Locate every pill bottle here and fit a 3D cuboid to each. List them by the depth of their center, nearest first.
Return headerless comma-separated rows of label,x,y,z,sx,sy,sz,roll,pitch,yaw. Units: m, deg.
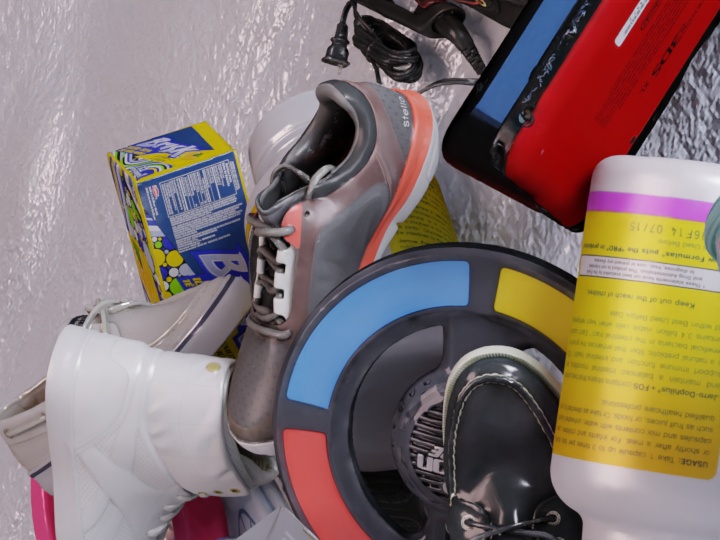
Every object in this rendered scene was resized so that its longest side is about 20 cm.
pill bottle,0.142,0.053,1.222,0.104,0.104,0.200,6,87,60
pill bottle,0.000,0.000,1.474,0.112,0.112,0.200,-54,39,38

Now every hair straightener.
hair straightener,0.014,-0.141,1.563,0.077,0.041,0.200,-60,40,13

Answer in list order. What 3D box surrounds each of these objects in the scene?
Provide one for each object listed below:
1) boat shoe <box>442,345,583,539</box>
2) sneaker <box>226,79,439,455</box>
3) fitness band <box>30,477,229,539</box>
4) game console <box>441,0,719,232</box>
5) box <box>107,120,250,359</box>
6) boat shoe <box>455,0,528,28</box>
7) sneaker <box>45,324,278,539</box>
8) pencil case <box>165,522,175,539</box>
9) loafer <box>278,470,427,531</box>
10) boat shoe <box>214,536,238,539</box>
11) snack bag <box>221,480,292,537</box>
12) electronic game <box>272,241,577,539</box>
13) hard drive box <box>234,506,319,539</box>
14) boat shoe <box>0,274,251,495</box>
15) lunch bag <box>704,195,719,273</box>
boat shoe,0.076,0.136,1.272,0.066,0.074,0.200,-64,-30,-66
sneaker,-0.034,-0.007,1.363,0.077,0.082,0.200,20,90,45
fitness band,-0.137,0.147,1.590,0.144,0.037,0.200,-56,46,34
game console,0.103,-0.133,1.272,0.119,0.172,0.200,32,90,26
box,-0.086,0.022,1.570,0.070,0.064,0.200,-137,31,-64
boat shoe,0.070,-0.170,1.452,0.201,0.063,0.074,30,103,56
sneaker,-0.101,0.118,1.459,0.200,0.115,0.074,88,-165,-45
pencil case,-0.123,0.228,1.659,0.089,0.078,0.200,-139,62,-74
loafer,-0.001,0.151,1.472,0.070,0.075,0.200,-64,34,20
boat shoe,-0.062,0.243,1.454,0.072,0.072,0.200,41,145,48
snack bag,-0.037,0.220,1.513,0.189,0.021,0.200,-126,29,-50
electronic game,0.053,0.084,1.316,0.200,0.200,0.042,-68,-9,21
hard drive box,0.008,0.234,1.318,0.077,0.200,0.156,-36,31,-10
boat shoe,-0.138,0.051,1.514,0.200,0.070,0.071,-39,10,40
lunch bag,0.238,-0.028,1.032,0.200,0.160,0.077,-46,49,36
